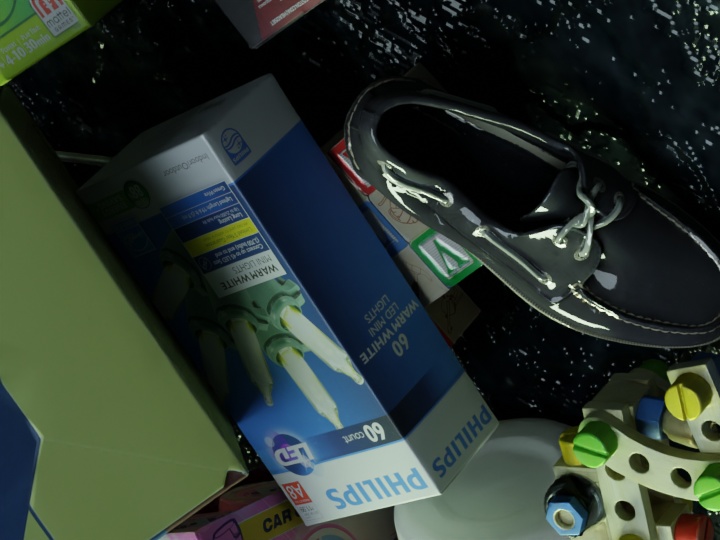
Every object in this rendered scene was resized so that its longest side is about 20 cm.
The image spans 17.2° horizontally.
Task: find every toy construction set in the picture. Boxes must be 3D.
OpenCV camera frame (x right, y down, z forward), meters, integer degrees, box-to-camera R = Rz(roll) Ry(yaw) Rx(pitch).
[{"bbox_3d":[0.150,0.126,1.068,0.130,0.092,0.202,-1,100,34],"label":"toy construction set"}]

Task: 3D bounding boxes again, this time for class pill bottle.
[{"bbox_3d":[0.092,0.185,1.209,0.111,0.112,0.201,7,128,34],"label":"pill bottle"}]

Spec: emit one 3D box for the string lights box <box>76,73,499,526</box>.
[{"bbox_3d":[-0.033,0.017,1.113,0.102,0.059,0.201,-19,109,47],"label":"string lights box"}]

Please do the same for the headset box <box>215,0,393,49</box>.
[{"bbox_3d":[-0.035,-0.201,1.009,0.200,0.077,0.148,50,139,-10],"label":"headset box"}]

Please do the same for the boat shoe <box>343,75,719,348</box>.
[{"bbox_3d":[0.082,-0.022,1.042,0.199,0.073,0.063,29,180,-3],"label":"boat shoe"}]

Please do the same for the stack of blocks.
[{"bbox_3d":[0.000,0.000,1.165,0.115,0.059,0.200,47,139,-5],"label":"stack of blocks"}]

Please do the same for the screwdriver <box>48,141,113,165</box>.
[{"bbox_3d":[-0.151,-0.062,1.261,0.198,0.029,0.028,4,126,31],"label":"screwdriver"}]

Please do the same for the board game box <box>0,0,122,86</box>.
[{"bbox_3d":[-0.207,-0.194,1.172,0.101,0.048,0.201,-24,108,47],"label":"board game box"}]

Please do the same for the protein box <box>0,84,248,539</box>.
[{"bbox_3d":[-0.167,0.035,1.115,0.199,0.134,0.200,56,178,-10],"label":"protein box"}]

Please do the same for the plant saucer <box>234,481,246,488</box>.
[{"bbox_3d":[-0.076,0.197,1.298,0.069,0.019,0.201,-8,126,6],"label":"plant saucer"}]

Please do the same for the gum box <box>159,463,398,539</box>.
[{"bbox_3d":[-0.036,0.161,1.200,0.066,0.199,0.115,-9,96,34],"label":"gum box"}]
